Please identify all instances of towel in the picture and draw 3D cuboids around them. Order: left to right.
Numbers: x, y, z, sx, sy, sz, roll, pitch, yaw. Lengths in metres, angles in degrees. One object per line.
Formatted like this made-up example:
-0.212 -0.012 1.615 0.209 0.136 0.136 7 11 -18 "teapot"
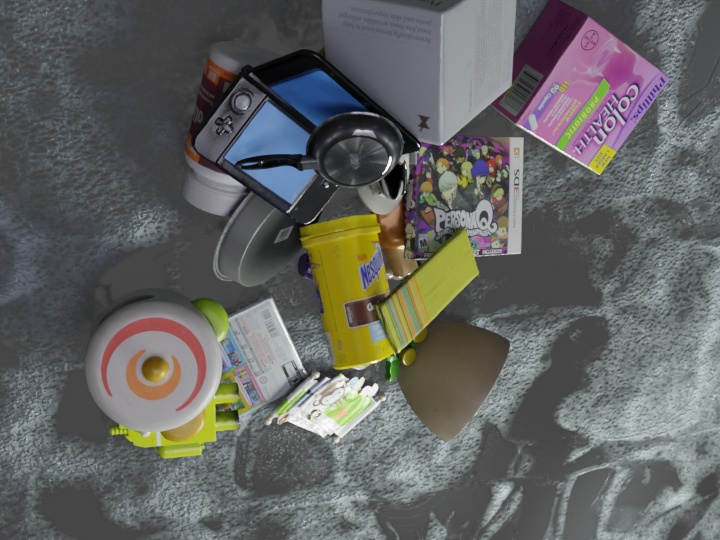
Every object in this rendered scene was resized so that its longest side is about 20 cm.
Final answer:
0.097 0.026 1.262 0.200 0.018 0.086 -41 126 -32 "towel"

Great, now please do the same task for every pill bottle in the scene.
-0.159 -0.178 1.135 0.114 0.114 0.200 5 118 -28 "pill bottle"

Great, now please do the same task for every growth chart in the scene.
-0.053 0.229 1.510 0.145 0.018 0.200 -48 137 12 "growth chart"

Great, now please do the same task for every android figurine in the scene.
-0.287 0.219 1.371 0.200 0.041 0.182 -3 128 -14 "android figurine"

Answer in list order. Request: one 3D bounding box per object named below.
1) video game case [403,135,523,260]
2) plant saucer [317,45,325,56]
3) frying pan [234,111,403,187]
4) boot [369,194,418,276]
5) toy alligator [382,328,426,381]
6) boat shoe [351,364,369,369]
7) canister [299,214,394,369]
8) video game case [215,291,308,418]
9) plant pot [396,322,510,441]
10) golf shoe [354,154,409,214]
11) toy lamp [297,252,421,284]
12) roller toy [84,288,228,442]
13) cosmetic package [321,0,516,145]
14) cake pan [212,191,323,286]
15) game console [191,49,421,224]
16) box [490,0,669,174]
0.156 -0.110 1.328 0.200 0.036 0.182 -3 97 -29 "video game case"
-0.030 -0.223 1.175 0.200 0.031 0.200 -38 143 -36 "plant saucer"
-0.042 -0.140 1.026 0.190 0.031 0.115 5 139 -15 "frying pan"
0.109 -0.091 1.355 0.201 0.071 0.144 -27 116 -23 "boot"
0.072 0.082 1.417 0.054 0.059 0.200 18 98 -45 "toy alligator"
0.001 0.109 1.412 0.072 0.069 0.200 -12 142 -15 "boat shoe"
-0.010 0.027 1.252 0.086 0.149 0.200 -12 91 20 "canister"
-0.191 0.147 1.398 0.182 0.022 0.200 -26 130 -8 "video game case"
0.137 0.164 1.481 0.134 0.200 0.200 32 107 -1 "plant pot"
0.030 -0.122 1.196 0.078 0.097 0.200 -6 148 -3 "golf shoe"
0.000 0.000 1.368 0.200 0.058 0.058 5 119 -27 "toy lamp"
-0.286 0.125 1.226 0.182 0.140 0.200 16 94 -16 "roller toy"
0.076 -0.281 1.095 0.200 0.165 0.165 -43 142 -43 "cosmetic package"
-0.118 -0.057 1.214 0.200 0.037 0.200 -46 163 -19 "cake pan"
-0.064 -0.148 1.048 0.200 0.116 0.176 35 97 -36 "game console"
0.320 -0.268 1.314 0.200 0.097 0.176 22 110 -36 "box"
